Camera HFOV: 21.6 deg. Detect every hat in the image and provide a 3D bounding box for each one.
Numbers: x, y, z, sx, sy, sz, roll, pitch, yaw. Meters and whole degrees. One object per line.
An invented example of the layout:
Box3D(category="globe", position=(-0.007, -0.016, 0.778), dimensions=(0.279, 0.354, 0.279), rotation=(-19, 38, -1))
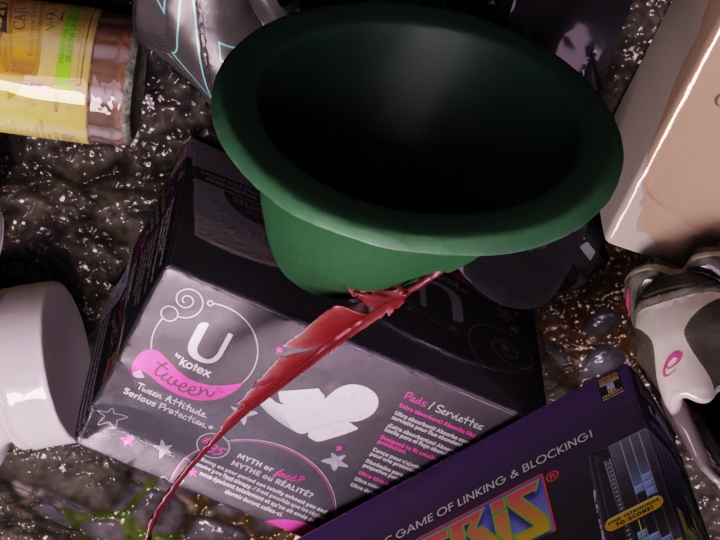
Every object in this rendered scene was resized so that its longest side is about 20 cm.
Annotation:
Box3D(category="hat", position=(0.000, 0.000, 0.832), dimensions=(0.198, 0.166, 0.177), rotation=(-2, 132, -15))

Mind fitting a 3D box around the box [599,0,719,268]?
Box3D(category="box", position=(0.187, -0.097, 0.852), dimensions=(0.094, 0.078, 0.201), rotation=(17, 123, -9))

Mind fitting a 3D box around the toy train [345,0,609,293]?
Box3D(category="toy train", position=(0.059, -0.067, 0.906), dimensions=(0.046, 0.034, 0.200), rotation=(-32, 117, 18))

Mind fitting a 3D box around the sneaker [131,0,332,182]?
Box3D(category="sneaker", position=(-0.055, -0.109, 0.871), dimensions=(0.079, 0.076, 0.201), rotation=(-10, 115, 21))

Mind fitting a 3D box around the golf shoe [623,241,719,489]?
Box3D(category="golf shoe", position=(0.183, 0.078, 0.886), dimensions=(0.077, 0.089, 0.200), rotation=(-24, 129, 28))

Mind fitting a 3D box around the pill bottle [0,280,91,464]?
Box3D(category="pill bottle", position=(-0.242, 0.060, 0.961), dimensions=(0.198, 0.111, 0.112), rotation=(-8, 123, 9))

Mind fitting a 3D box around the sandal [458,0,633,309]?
Box3D(category="sandal", position=(0.082, -0.073, 0.867), dimensions=(0.075, 0.043, 0.202), rotation=(4, 113, -14))

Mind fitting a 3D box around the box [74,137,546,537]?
Box3D(category="box", position=(-0.021, 0.043, 0.925), dimensions=(0.199, 0.133, 0.115), rotation=(24, 119, -14))

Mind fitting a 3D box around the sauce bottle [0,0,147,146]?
Box3D(category="sauce bottle", position=(-0.200, -0.100, 0.878), dimensions=(0.198, 0.065, 0.065), rotation=(6, 124, -3))

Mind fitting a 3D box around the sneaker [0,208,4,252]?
Box3D(category="sneaker", position=(-0.214, -0.030, 0.825), dimensions=(0.075, 0.114, 0.201), rotation=(-1, 139, 11))

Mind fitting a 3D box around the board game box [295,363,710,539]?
Box3D(category="board game box", position=(0.057, 0.150, 0.817), dimensions=(0.199, 0.166, 0.057), rotation=(-30, 123, 13))
